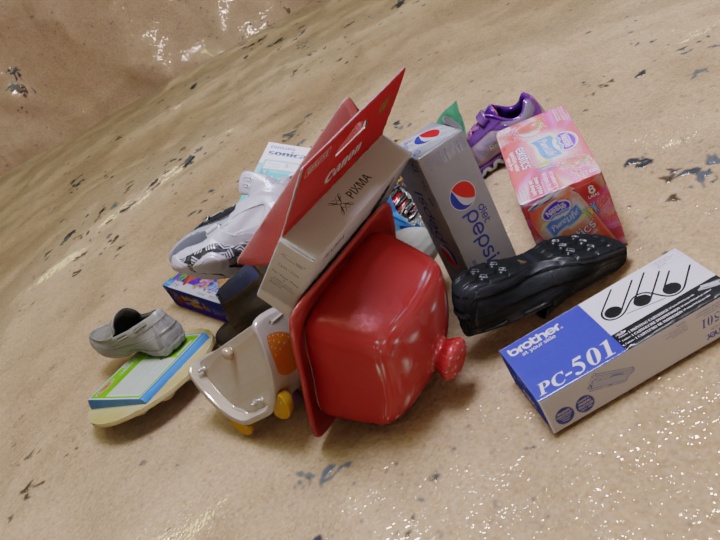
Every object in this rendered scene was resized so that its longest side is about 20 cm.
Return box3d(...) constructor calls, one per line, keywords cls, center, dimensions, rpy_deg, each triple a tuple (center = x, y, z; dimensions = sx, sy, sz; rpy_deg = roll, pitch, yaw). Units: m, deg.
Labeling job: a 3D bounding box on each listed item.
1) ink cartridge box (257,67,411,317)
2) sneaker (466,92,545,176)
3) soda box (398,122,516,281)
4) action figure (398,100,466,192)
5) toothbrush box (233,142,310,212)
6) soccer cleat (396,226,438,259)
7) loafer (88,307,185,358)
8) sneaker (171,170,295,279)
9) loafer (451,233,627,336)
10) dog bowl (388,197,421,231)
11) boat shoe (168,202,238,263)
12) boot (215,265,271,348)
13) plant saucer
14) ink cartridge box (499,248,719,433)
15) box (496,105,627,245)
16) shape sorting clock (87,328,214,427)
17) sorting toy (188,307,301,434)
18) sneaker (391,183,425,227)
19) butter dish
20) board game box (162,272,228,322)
box3d(cls="ink cartridge box", center=(-0.011, -0.074, 0.746), dimensions=(0.200, 0.045, 0.176), rpy_deg=(-52, -8, -41))
box3d(cls="sneaker", center=(0.183, -0.193, 1.136), dimensions=(0.200, 0.089, 0.081), rpy_deg=(-24, 31, 17))
box3d(cls="soda box", center=(0.110, -0.062, 0.879), dimensions=(0.063, 0.200, 0.068), rpy_deg=(-35, 28, -12))
box3d(cls="action figure", center=(0.082, -0.144, 1.137), dimensions=(0.200, 0.055, 0.118), rpy_deg=(-40, 45, 51))
box3d(cls="toothbrush box", center=(-0.093, -0.090, 1.157), dimensions=(0.146, 0.085, 0.200), rpy_deg=(11, 45, 9))
box3d(cls="soccer cleat", center=(0.000, 0.000, 0.922), dimensions=(0.200, 0.078, 0.069), rpy_deg=(-24, 65, 0))
box3d(cls="loafer", center=(-0.330, 0.083, 1.126), dimensions=(0.200, 0.070, 0.070), rpy_deg=(-8, 30, 39))
box3d(cls="sneaker", center=(-0.157, -0.059, 1.033), dimensions=(0.199, 0.075, 0.115), rpy_deg=(-13, 70, 15))
box3d(cls="loafer", center=(0.189, 0.014, 0.828), dimensions=(0.200, 0.071, 0.068), rpy_deg=(-18, 27, -14))
box3d(cls="dog bowl", center=(0.011, -0.048, 1.019), dimensions=(0.111, 0.050, 0.200), rpy_deg=(-31, 60, -6))
box3d(cls="boat shoe", center=(-0.244, -0.068, 1.350), dimensions=(0.199, 0.074, 0.068), rpy_deg=(-37, 32, -14))
box3d(cls="boot", center=(-0.151, 0.042, 1.032), dimensions=(0.200, 0.097, 0.075), rpy_deg=(-24, 16, 45))
box3d(cls="plant saucer", center=(-0.041, -0.080, 0.865), dimensions=(0.200, 0.037, 0.200), rpy_deg=(-55, -6, 5))
box3d(cls="ink cartridge box", center=(0.238, 0.062, 0.727), dimensions=(0.200, 0.044, 0.094), rpy_deg=(-30, 27, 1))
box3d(cls="box", center=(0.233, -0.103, 0.933), dimensions=(0.094, 0.103, 0.200), rpy_deg=(-23, 29, 14))
box3d(cls="shape sorting clock", center=(-0.288, 0.147, 1.087), dimensions=(0.200, 0.039, 0.200), rpy_deg=(-23, 24, 11))
box3d(cls="sorting toy", center=(-0.072, 0.092, 0.910), dimensions=(0.180, 0.107, 0.200), rpy_deg=(-30, -2, -37))
box3d(cls="sneaker", center=(0.044, -0.081, 1.095), dimensions=(0.078, 0.082, 0.200), rpy_deg=(-41, 31, -20))
box3d(cls="butter dish", center=(0.037, 0.068, 0.799), dimensions=(0.148, 0.200, 0.200), rpy_deg=(19, 49, 25))
box3d(cls="board game box", center=(-0.205, 0.010, 1.223), dimensions=(0.134, 0.045, 0.200), rpy_deg=(-45, 32, -25))
